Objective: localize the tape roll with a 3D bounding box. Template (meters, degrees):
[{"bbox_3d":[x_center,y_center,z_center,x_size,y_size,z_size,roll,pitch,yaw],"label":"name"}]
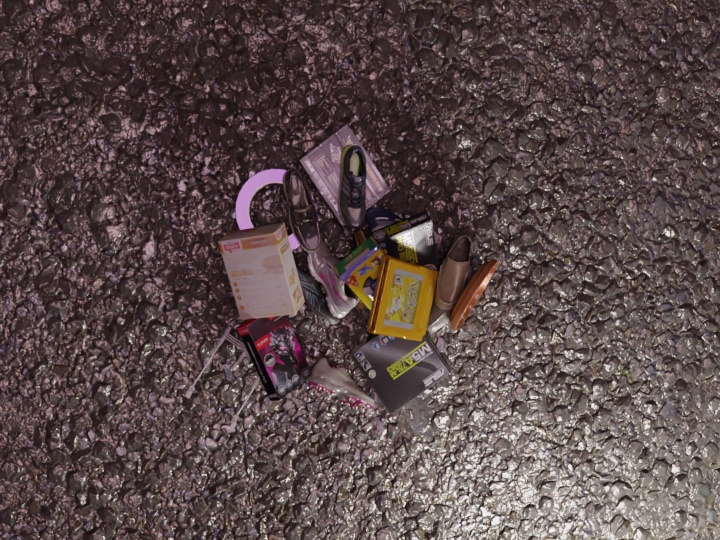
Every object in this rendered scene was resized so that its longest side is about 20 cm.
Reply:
[{"bbox_3d":[-0.209,-0.145,1.546,0.193,0.066,0.207,-1,95,-8],"label":"tape roll"}]

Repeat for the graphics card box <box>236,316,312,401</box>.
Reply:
[{"bbox_3d":[-0.210,0.201,1.546,0.124,0.050,0.205,-30,101,-45],"label":"graphics card box"}]

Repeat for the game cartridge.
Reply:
[{"bbox_3d":[0.105,0.070,1.493,0.197,0.032,0.182,14,88,-45],"label":"game cartridge"}]

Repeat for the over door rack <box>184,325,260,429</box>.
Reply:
[{"bbox_3d":[-0.325,0.262,1.546,0.146,0.066,0.203,34,68,-10],"label":"over door rack"}]

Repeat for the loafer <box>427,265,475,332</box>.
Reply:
[{"bbox_3d":[0.221,0.065,1.616,0.070,0.069,0.202,42,78,-40],"label":"loafer"}]

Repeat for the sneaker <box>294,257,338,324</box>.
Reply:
[{"bbox_3d":[-0.122,0.054,1.568,0.199,0.075,0.080,42,85,-9],"label":"sneaker"}]

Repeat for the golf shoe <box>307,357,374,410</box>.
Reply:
[{"bbox_3d":[-0.040,0.291,1.598,0.197,0.075,0.094,30,57,-25],"label":"golf shoe"}]

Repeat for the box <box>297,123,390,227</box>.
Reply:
[{"bbox_3d":[-0.041,-0.237,1.573,0.157,0.048,0.202,-36,98,-5],"label":"box"}]

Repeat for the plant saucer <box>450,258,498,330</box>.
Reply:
[{"bbox_3d":[0.280,0.057,1.571,0.032,0.200,0.203,32,88,13],"label":"plant saucer"}]

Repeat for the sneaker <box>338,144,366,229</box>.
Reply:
[{"bbox_3d":[-0.017,-0.204,1.513,0.071,0.081,0.207,-4,94,-8],"label":"sneaker"}]

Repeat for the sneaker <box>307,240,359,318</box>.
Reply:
[{"bbox_3d":[-0.059,0.011,1.551,0.087,0.081,0.204,-24,96,36],"label":"sneaker"}]

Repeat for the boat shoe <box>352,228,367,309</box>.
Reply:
[{"bbox_3d":[0.000,0.000,1.583,0.065,0.072,0.207,-11,98,-8],"label":"boat shoe"}]

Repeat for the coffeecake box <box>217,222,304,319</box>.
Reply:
[{"bbox_3d":[-0.233,0.004,1.489,0.149,0.073,0.206,-6,110,18],"label":"coffeecake box"}]

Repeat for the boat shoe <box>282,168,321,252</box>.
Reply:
[{"bbox_3d":[-0.139,-0.142,1.491,0.070,0.065,0.206,-14,96,-7],"label":"boat shoe"}]

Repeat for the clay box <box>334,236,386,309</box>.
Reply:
[{"bbox_3d":[0.039,0.025,1.504,0.114,0.048,0.200,-38,129,5],"label":"clay box"}]

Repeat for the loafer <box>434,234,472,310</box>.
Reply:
[{"bbox_3d":[0.232,-0.003,1.562,0.073,0.069,0.205,14,73,10],"label":"loafer"}]

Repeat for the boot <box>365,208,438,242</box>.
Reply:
[{"bbox_3d":[0.105,-0.112,1.591,0.195,0.092,0.073,6,137,-31],"label":"boot"}]

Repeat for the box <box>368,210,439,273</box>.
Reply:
[{"bbox_3d":[0.112,-0.033,1.558,0.156,0.045,0.204,-20,132,-7],"label":"box"}]

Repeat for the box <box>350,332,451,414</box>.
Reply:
[{"bbox_3d":[0.103,0.234,1.611,0.197,0.048,0.196,-34,95,8],"label":"box"}]
